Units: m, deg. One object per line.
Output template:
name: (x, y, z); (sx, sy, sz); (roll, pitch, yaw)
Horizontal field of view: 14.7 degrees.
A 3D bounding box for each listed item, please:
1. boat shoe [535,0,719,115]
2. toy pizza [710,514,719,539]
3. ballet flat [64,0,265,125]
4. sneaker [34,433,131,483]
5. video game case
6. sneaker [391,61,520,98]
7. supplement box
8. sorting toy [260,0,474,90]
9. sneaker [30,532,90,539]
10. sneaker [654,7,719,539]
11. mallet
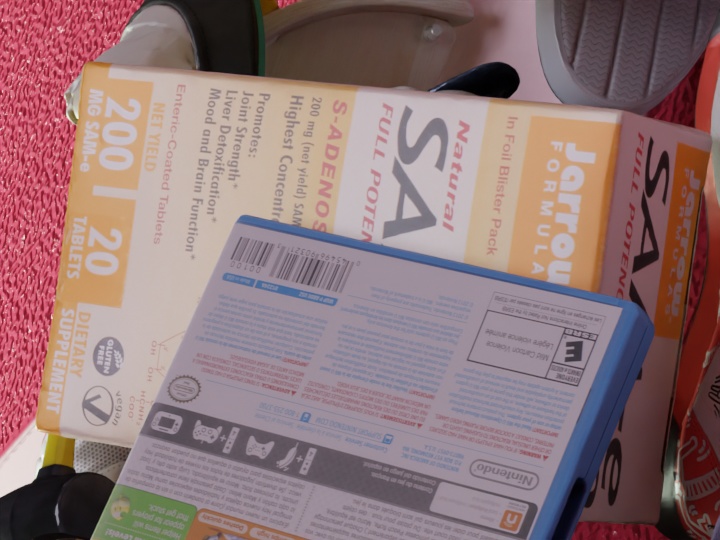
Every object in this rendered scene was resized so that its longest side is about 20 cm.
boat shoe: (0.097, -0.136, 1.022); (0.071, 0.072, 0.200); (-36, 36, 57)
toy pizza: (0.182, 0.085, 0.661); (0.200, 0.200, 0.032); (-123, 26, -53)
ballet flat: (-0.071, -0.039, 1.032); (0.068, 0.068, 0.200); (-26, 61, 44)
sneaker: (-0.104, 0.138, 1.192); (0.088, 0.081, 0.200); (-132, 54, -66)
video game case: (-0.015, 0.086, 0.795); (0.143, 0.018, 0.200); (13, 70, 32)
sneaker: (0.000, 0.000, 1.023); (0.200, 0.146, 0.081); (-41, 44, 43)
supplement box: (0.001, 0.005, 0.889); (0.200, 0.074, 0.126); (6, 88, 30)
sorting toy: (-0.050, -0.036, 1.185); (0.180, 0.107, 0.200); (-172, 105, -81)
sneaker: (-0.056, 0.131, 0.998); (0.200, 0.070, 0.090); (38, 117, 45)
sneaker: (0.152, -0.004, 0.857); (0.108, 0.067, 0.202); (9, 87, 59)
mallet: (-0.113, 0.032, 1.156); (0.066, 0.041, 0.200); (-10, 65, 49)
